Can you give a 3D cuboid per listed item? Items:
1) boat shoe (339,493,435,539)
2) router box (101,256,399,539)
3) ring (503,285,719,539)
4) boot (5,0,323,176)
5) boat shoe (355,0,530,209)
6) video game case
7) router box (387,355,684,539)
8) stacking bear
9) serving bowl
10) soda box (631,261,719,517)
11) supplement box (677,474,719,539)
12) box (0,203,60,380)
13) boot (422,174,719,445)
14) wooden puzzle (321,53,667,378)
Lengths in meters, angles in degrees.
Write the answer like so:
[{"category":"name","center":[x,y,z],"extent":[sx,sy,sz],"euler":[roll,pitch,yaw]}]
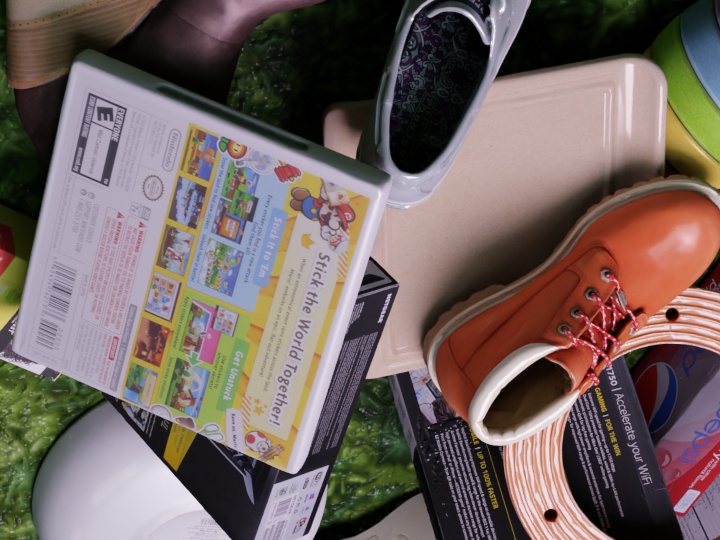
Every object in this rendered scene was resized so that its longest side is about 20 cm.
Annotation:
[{"category":"boat shoe","center":[0.036,0.204,1.639],"extent":[0.199,0.071,0.063],"euler":[-24,144,-5]},{"category":"router box","center":[-0.070,0.043,1.405],"extent":[0.052,0.157,0.201],"euler":[-16,139,-40]},{"category":"ring","center":[0.185,0.106,1.440],"extent":[0.199,0.019,0.202],"euler":[0,103,-1]},{"category":"boot","center":[-0.092,-0.098,1.317],"extent":[0.199,0.072,0.167],"euler":[-8,114,7]},{"category":"boat shoe","center":[0.054,-0.130,1.293],"extent":[0.070,0.072,0.202],"euler":[21,79,-7]},{"category":"video game case","center":[-0.091,-0.002,1.300],"extent":[0.181,0.023,0.201],"euler":[23,124,8]},{"category":"router box","center":[0.112,0.128,1.513],"extent":[0.148,0.201,0.051],"euler":[-14,161,-5]},{"category":"stacking bear","center":[0.205,-0.092,1.420],"extent":[0.200,0.121,0.114],"euler":[-38,94,28]},{"category":"serving bowl","center":[-0.112,0.163,1.559],"extent":[0.199,0.066,0.201],"euler":[-9,130,-11]},{"category":"soda box","center":[0.238,0.068,1.589],"extent":[0.063,0.070,0.200],"euler":[18,122,-29]},{"category":"supplement box","center":[0.326,0.214,1.700],"extent":[0.196,0.133,0.200],"euler":[17,122,-29]},{"category":"box","center":[-0.241,-0.008,1.380],"extent":[0.199,0.050,0.075],"euler":[28,117,-34]},{"category":"boot","center":[0.134,0.027,1.355],"extent":[0.200,0.107,0.075],"euler":[-36,112,5]},{"category":"wooden puzzle","center":[0.077,-0.033,1.391],"extent":[0.199,0.037,0.186],"euler":[-8,123,-9]}]
